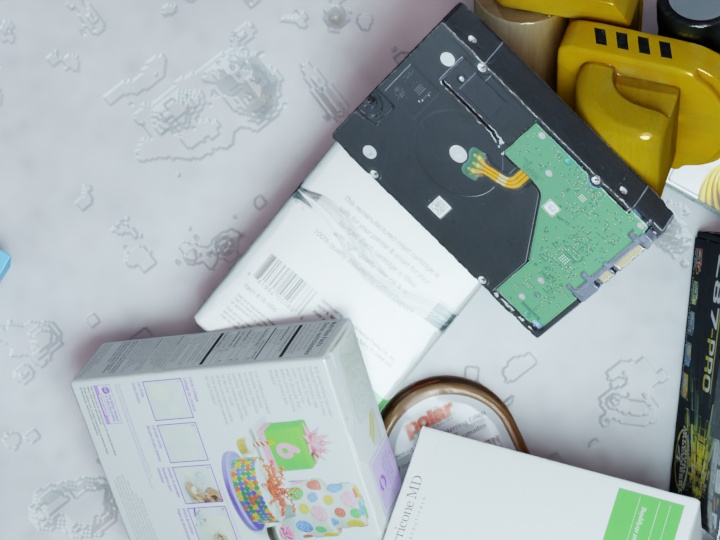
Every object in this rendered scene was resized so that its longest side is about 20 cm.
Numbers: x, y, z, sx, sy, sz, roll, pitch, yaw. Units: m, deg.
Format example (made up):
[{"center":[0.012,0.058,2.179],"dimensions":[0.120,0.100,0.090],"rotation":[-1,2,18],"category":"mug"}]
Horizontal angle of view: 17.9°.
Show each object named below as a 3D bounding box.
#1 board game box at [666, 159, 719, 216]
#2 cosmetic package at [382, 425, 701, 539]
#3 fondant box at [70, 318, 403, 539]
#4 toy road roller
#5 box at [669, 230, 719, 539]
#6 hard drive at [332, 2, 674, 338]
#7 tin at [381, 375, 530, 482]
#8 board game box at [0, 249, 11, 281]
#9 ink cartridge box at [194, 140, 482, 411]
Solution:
[{"center":[0.312,-0.125,1.639],"dimensions":[0.126,0.035,0.201],"rotation":[27,93,-3],"category":"board game box"},{"center":[0.123,0.190,1.553],"dimensions":[0.199,0.085,0.108],"rotation":[13,68,15],"category":"cosmetic package"},{"center":[-0.084,0.117,1.575],"dimensions":[0.199,0.058,0.145],"rotation":[-6,116,26],"category":"fondant box"},{"center":[0.162,-0.126,1.548],"dimensions":[0.199,0.123,0.147],"rotation":[13,53,14],"category":"toy road roller"},{"center":[0.262,0.078,1.589],"dimensions":[0.049,0.161,0.202],"rotation":[5,95,-7],"category":"box"},{"center":[0.093,-0.064,1.514],"dimensions":[0.200,0.038,0.140],"rotation":[44,134,-2],"category":"hard drive"},{"center":[0.083,0.173,1.654],"dimensions":[0.111,0.042,0.201],"rotation":[-27,94,-4],"category":"tin"},{"center":[-0.368,0.009,1.603],"dimensions":[0.199,0.040,0.154],"rotation":[29,74,-4],"category":"board game box"},{"center":[0.000,0.000,1.614],"dimensions":[0.146,0.083,0.200],"rotation":[40,93,-3],"category":"ink cartridge box"}]
